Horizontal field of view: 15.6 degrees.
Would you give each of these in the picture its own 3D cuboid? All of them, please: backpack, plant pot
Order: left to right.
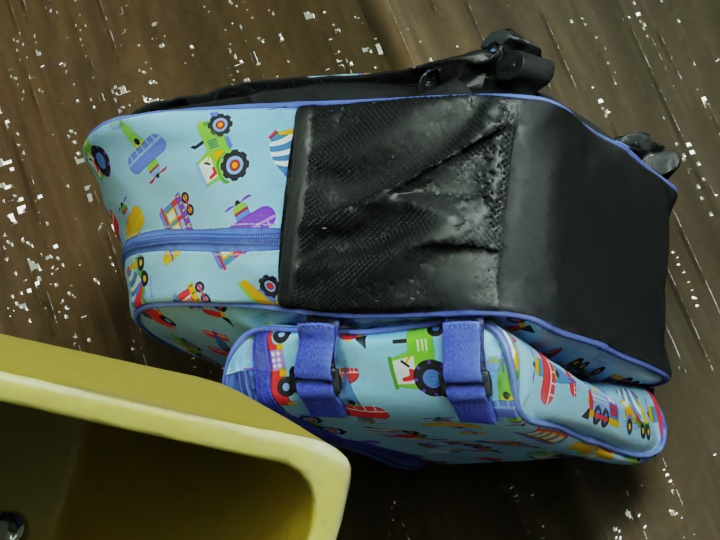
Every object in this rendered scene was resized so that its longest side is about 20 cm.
[{"bbox_3d":[-0.138,0.104,0.855,0.195,0.200,0.194,14,98,-15],"label":"plant pot"},{"bbox_3d":[0.000,0.000,0.956,0.200,0.183,0.135,-1,79,24],"label":"backpack"}]

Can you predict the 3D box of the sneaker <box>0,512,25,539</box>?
[{"bbox_3d":[-0.166,0.094,0.980,0.200,0.088,0.075,-7,60,4],"label":"sneaker"}]
